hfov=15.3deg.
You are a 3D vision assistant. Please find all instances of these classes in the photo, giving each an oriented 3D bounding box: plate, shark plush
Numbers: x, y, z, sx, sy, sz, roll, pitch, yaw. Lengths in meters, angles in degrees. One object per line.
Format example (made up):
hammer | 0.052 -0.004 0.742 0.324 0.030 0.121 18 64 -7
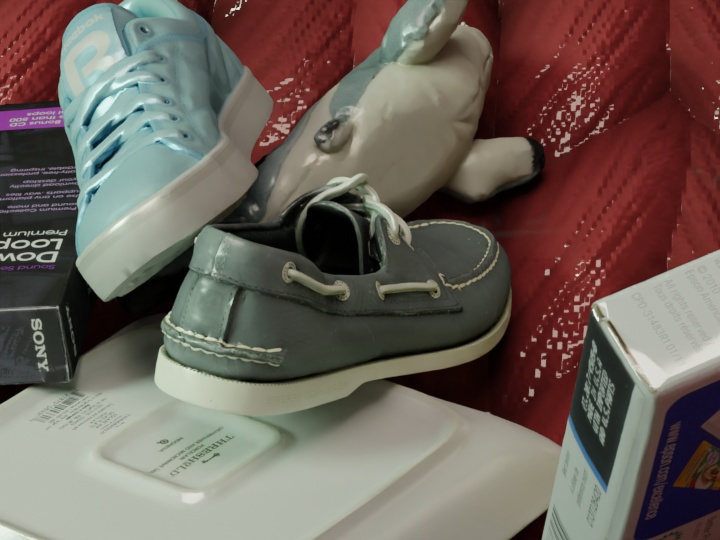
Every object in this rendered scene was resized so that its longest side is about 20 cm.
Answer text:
plate | -0.058 0.072 0.905 0.200 0.032 0.200 16 33 33
shark plush | -0.011 -0.033 1.057 0.200 0.091 0.083 -49 30 -23

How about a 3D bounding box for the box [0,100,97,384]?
box | -0.166 -0.011 1.021 0.143 0.036 0.200 -4 26 5

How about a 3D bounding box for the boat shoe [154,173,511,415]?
boat shoe | 0.000 0.000 0.946 0.073 0.062 0.200 16 19 28

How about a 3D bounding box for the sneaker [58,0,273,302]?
sneaker | -0.085 -0.052 0.977 0.074 0.082 0.200 -40 12 12

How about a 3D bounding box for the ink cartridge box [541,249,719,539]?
ink cartridge box | 0.157 0.034 0.831 0.200 0.198 0.047 -23 62 -14
